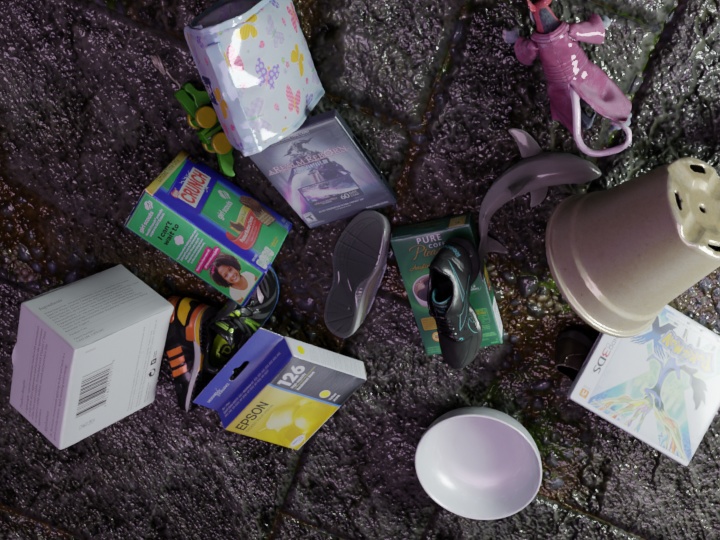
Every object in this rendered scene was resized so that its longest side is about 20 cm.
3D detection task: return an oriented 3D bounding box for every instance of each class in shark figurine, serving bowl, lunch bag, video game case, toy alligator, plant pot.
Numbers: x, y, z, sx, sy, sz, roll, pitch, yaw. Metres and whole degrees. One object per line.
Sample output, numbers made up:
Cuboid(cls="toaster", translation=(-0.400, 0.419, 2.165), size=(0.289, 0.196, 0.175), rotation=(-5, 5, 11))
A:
Cuboid(cls="shark figurine", translation=(0.204, -0.096, 1.452), size=(0.128, 0.090, 0.214), rotation=(41, 118, -9))
Cuboid(cls="serving bowl", translation=(0.185, 0.289, 1.680), size=(0.197, 0.066, 0.203), rotation=(6, 120, 10))
Cuboid(cls="lunch bag", translation=(-0.143, -0.259, 1.379), size=(0.125, 0.201, 0.171), rotation=(-12, 116, 19))
Cuboid(cls="video game case", translation=(-0.053, -0.134, 1.477), size=(0.141, 0.019, 0.200), rotation=(-15, 144, 21))
Cuboid(cls="toy alligator", translation=(-0.216, -0.226, 1.504), size=(0.054, 0.059, 0.201), rotation=(-36, 109, -16))
Cuboid(cls="video game case", translation=(0.417, 0.146, 1.516), size=(0.198, 0.022, 0.184), rotation=(30, 89, -5))
Cuboid(cls="plant pot", translation=(0.363, -0.043, 1.342), size=(0.200, 0.201, 0.183), rotation=(40, 142, -10))

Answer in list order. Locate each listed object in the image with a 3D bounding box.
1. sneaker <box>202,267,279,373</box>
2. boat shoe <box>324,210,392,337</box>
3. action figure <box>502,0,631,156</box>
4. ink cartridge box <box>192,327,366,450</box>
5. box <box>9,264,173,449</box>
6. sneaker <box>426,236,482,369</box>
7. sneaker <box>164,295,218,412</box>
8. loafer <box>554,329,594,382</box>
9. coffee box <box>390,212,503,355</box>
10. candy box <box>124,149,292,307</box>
Cuboid(cls="sneaker", translation=(-0.183, 0.074, 1.630), size=(0.070, 0.083, 0.201), rotation=(29, 107, 6))
Cuboid(cls="boat shoe", translation=(0.001, 0.001, 1.575), size=(0.074, 0.065, 0.204), rotation=(25, 118, 22))
Cuboid(cls="action figure", translation=(0.246, -0.248, 1.328), size=(0.133, 0.150, 0.201), rotation=(-18, 127, 28))
Cuboid(cls="ink cartridge box", translation=(-0.124, 0.187, 1.664), size=(0.198, 0.047, 0.198), rotation=(19, 128, -35))
Cuboid(cls="box", translation=(-0.410, 0.128, 1.641), size=(0.130, 0.199, 0.201), rotation=(34, 125, 23))
Cuboid(cls="sneaker", translation=(0.121, 0.054, 1.498), size=(0.075, 0.079, 0.203), rotation=(14, 122, 34))
Cuboid(cls="sneaker", translation=(-0.278, 0.128, 1.713), size=(0.089, 0.070, 0.202), rotation=(23, 122, 18))
Cuboid(cls="loafer", translation=(0.351, 0.175, 1.563), size=(0.199, 0.072, 0.073), rotation=(40, 148, -3))
Cuboid(cls="coffee box", translation=(0.128, 0.022, 1.559), size=(0.121, 0.044, 0.202), rotation=(-11, 116, 19))
Cuboid(cls="candy box", translation=(-0.210, -0.064, 1.521), size=(0.199, 0.170, 0.077), rotation=(33, 117, -6))
